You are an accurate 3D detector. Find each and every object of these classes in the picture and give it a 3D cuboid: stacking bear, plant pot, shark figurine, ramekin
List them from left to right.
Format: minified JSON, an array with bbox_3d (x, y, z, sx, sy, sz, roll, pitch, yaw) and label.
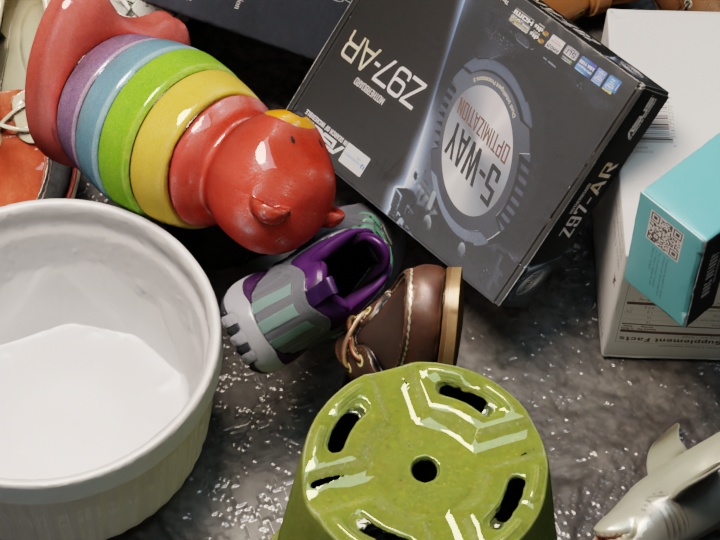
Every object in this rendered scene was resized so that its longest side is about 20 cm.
[{"bbox_3d":[-0.179,0.067,1.083,0.199,0.105,0.201,1,53,-1],"label":"ramekin"},{"bbox_3d":[-0.096,-0.076,1.096,0.200,0.121,0.114,30,100,34],"label":"stacking bear"},{"bbox_3d":[0.029,0.149,0.974,0.199,0.190,0.201,0,53,0],"label":"plant pot"},{"bbox_3d":[0.235,0.123,1.054,0.090,0.214,0.128,54,29,-9],"label":"shark figurine"}]

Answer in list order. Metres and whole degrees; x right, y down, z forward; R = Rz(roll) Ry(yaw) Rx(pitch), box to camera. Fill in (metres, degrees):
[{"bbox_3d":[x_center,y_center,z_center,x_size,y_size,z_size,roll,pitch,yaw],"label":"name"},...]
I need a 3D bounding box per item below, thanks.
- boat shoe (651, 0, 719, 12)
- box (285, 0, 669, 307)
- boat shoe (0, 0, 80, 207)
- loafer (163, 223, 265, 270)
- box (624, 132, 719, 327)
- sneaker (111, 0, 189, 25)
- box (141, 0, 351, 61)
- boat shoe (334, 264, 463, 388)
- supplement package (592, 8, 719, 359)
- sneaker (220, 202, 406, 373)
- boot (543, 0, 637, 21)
[{"bbox_3d":[0.241,-0.187,1.274,0.200,0.072,0.068,24,75,-4],"label":"boat shoe"},{"bbox_3d":[0.065,-0.099,1.140,0.200,0.043,0.160,41,108,25],"label":"box"},{"bbox_3d":[-0.221,-0.109,1.217,0.071,0.063,0.201,-1,66,15],"label":"boat shoe"},{"bbox_3d":[-0.108,-0.079,1.221,0.070,0.068,0.201,-4,47,-29],"label":"loafer"},{"bbox_3d":[0.240,-0.058,1.059,0.200,0.082,0.049,-35,61,-24],"label":"box"},{"bbox_3d":[-0.142,-0.211,1.301,0.074,0.089,0.200,39,63,23],"label":"sneaker"},{"bbox_3d":[-0.033,-0.226,1.217,0.199,0.149,0.107,18,19,-18],"label":"box"},{"bbox_3d":[0.020,0.051,1.041,0.070,0.200,0.071,9,65,1],"label":"boat shoe"},{"bbox_3d":[0.229,-0.055,1.175,0.155,0.111,0.200,2,54,0],"label":"supplement package"},{"bbox_3d":[0.000,0.000,1.107,0.075,0.087,0.200,59,32,-7],"label":"sneaker"},{"bbox_3d":[0.108,-0.252,1.346,0.154,0.074,0.200,-15,67,-10],"label":"boot"}]
